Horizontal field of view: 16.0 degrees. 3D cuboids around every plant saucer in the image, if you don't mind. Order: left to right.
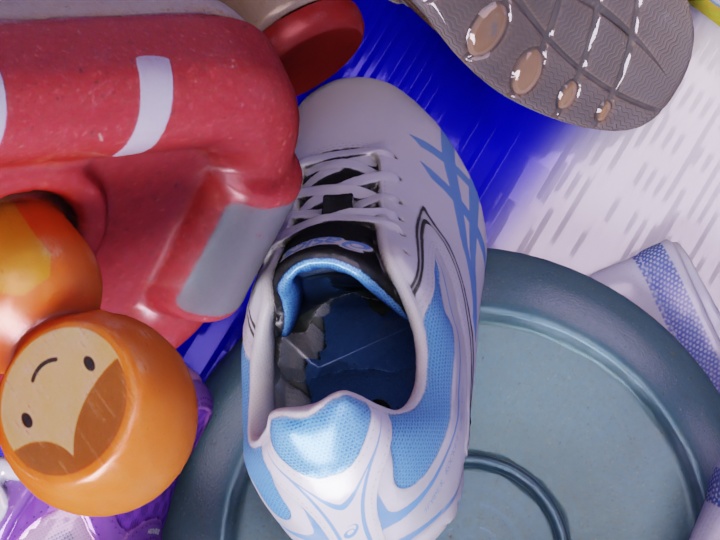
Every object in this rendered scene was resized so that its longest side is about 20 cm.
[{"bbox_3d":[0.033,0.091,0.805,0.198,0.027,0.202,0,84,-3],"label":"plant saucer"}]

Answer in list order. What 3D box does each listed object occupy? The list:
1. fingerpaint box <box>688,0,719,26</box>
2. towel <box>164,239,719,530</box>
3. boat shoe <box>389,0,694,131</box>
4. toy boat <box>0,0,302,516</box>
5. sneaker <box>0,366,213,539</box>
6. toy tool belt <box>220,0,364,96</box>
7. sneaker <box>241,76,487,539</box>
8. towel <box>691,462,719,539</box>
[{"bbox_3d":[0.177,-0.146,0.841,0.199,0.073,0.167,36,81,-2],"label":"fingerpaint box"},{"bbox_3d":[0.054,0.095,0.830,0.199,0.024,0.148,-27,88,-8],"label":"towel"},{"bbox_3d":[0.026,-0.118,0.820,0.200,0.072,0.076,37,97,-24],"label":"boat shoe"},{"bbox_3d":[-0.089,0.008,0.665,0.199,0.131,0.131,-9,50,-41],"label":"toy boat"},{"bbox_3d":[-0.092,0.122,0.773,0.088,0.080,0.201,30,87,18],"label":"sneaker"},{"bbox_3d":[-0.105,-0.094,0.777,0.199,0.125,0.123,-20,70,-33],"label":"toy tool belt"},{"bbox_3d":[0.000,0.000,0.761,0.071,0.201,0.073,-9,130,7],"label":"sneaker"},{"bbox_3d":[0.140,0.167,0.796,0.146,0.024,0.201,20,86,-29],"label":"towel"}]
